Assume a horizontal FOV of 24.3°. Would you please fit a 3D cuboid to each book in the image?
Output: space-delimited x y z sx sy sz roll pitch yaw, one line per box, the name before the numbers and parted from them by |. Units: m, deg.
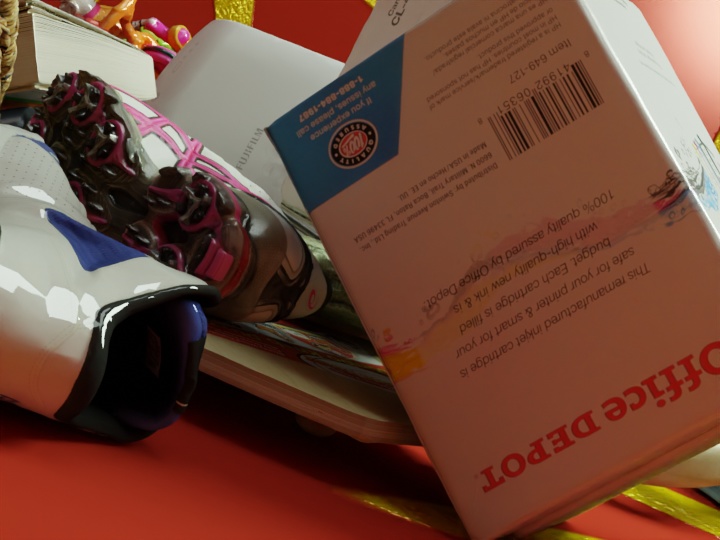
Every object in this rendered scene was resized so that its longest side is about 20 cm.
book | -0.235 -0.101 0.953 0.200 0.048 0.134 -8 -5 20

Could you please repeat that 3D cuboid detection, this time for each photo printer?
photo printer | -0.053 -0.059 1.038 0.200 0.167 0.069 24 -14 16

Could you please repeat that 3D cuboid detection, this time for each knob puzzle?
knob puzzle | -0.036 0.048 0.759 0.219 0.030 0.220 22 5 -2

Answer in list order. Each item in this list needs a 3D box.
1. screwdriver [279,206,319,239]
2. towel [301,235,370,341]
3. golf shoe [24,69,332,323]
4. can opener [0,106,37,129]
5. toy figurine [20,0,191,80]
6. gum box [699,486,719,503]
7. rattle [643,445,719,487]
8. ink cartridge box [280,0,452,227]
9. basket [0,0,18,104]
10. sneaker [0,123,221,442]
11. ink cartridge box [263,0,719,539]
screwdriver | 0.000 0.000 0.966 0.200 0.028 0.029 34 -12 2
towel | -0.036 0.007 0.894 0.200 0.037 0.148 16 -11 9
golf shoe | -0.094 -0.029 0.799 0.092 0.073 0.200 24 12 -46
can opener | -0.211 -0.053 0.938 0.078 0.064 0.200 -6 0 -8
toy figurine | -0.203 -0.172 1.144 0.200 0.150 0.184 2 -40 38
gum box | 0.272 0.129 1.068 0.170 0.045 0.200 18 6 -21
rattle | 0.200 0.045 0.913 0.200 0.143 0.130 -2 -3 -3
ink cartridge box | 0.076 -0.052 0.925 0.200 0.148 0.086 25 2 -41
basket | -0.263 -0.106 0.776 0.200 0.149 0.143 20 6 -5
sneaker | -0.115 0.013 0.628 0.115 0.081 0.199 24 12 -11
ink cartridge box | 0.087 -0.006 0.719 0.200 0.147 0.145 64 20 14
